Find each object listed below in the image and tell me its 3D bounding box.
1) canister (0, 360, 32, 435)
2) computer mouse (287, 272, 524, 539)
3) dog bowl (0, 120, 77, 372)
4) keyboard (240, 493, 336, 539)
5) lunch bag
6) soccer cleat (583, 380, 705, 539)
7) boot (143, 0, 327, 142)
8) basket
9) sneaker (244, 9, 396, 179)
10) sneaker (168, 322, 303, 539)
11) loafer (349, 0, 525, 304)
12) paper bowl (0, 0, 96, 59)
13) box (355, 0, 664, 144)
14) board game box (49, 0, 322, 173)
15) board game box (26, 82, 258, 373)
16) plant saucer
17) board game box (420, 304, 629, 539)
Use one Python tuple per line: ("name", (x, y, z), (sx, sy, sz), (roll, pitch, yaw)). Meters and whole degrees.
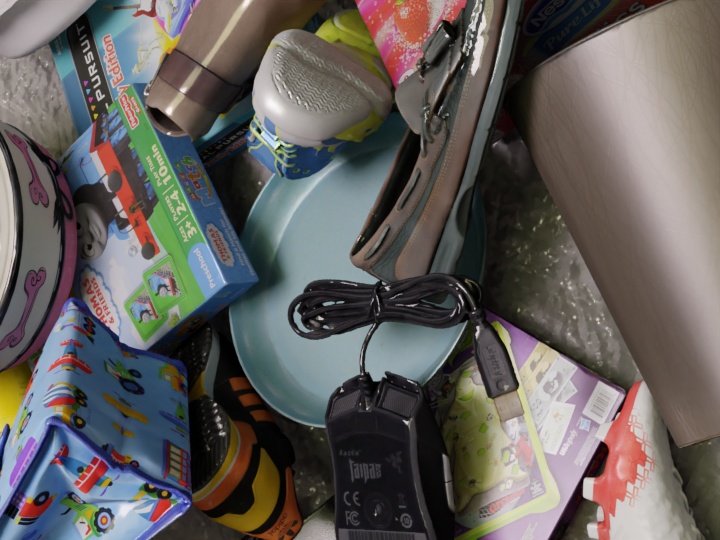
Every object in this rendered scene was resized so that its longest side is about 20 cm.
("canister", (-0.298, 0.065, 1.041), (0.148, 0.086, 0.202), (-28, 70, 29))
("computer mouse", (0.040, 0.095, 0.768), (0.139, 0.046, 0.203), (-12, 90, 37))
("dog bowl", (-0.274, -0.016, 0.938), (0.198, 0.073, 0.203), (-5, 82, 35))
("keyboard", (-0.044, 0.204, 0.885), (0.200, 0.040, 0.104), (-41, 74, 10))
("lunch bag", (-0.189, 0.144, 0.802), (0.201, 0.094, 0.151), (-52, 20, 14))
("soccer cleat", (0.165, 0.161, 0.737), (0.084, 0.068, 0.203), (3, 91, 25))
("boot", (-0.067, -0.144, 0.804), (0.070, 0.200, 0.147), (37, 79, -5))
("basket", (0.182, -0.023, 0.701), (0.179, 0.136, 0.203), (-21, 78, 26))
("sneaker", (-0.029, -0.085, 0.803), (0.075, 0.200, 0.105), (38, 114, 3))
("sneaker", (-0.084, 0.107, 0.879), (0.070, 0.090, 0.200), (-45, 22, 7))
("loafer", (0.038, -0.071, 0.735), (0.062, 0.072, 0.202), (13, 123, 2))
("paper bowl", (-0.232, -0.232, 0.977), (0.200, 0.104, 0.201), (-35, 24, 18))
("box", (0.102, -0.176, 0.781), (0.199, 0.095, 0.101), (-38, 59, 25))
("board game box", (-0.121, -0.150, 0.963), (0.199, 0.047, 0.153), (-30, 70, 28))
("board game box", (-0.172, -0.007, 0.941), (0.199, 0.036, 0.153), (-38, 72, 34))
("plant saucer", (0.000, 0.000, 0.862), (0.198, 0.027, 0.203), (-14, 67, 35))
("board game box", (0.064, 0.132, 0.810), (0.119, 0.032, 0.202), (30, 94, 28))
